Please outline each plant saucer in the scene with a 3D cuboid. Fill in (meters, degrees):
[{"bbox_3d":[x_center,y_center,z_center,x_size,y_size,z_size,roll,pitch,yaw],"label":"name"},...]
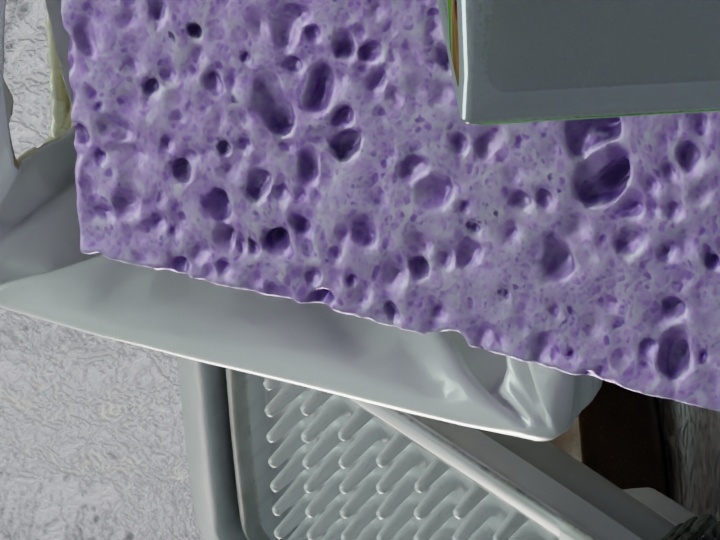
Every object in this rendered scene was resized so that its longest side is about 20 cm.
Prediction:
[{"bbox_3d":[0.088,0.111,1.055,0.200,0.034,0.202,178,90,-89],"label":"plant saucer"}]

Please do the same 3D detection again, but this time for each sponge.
[{"bbox_3d":[0.012,-0.040,0.735,0.030,0.199,0.112,-36,-48,-51],"label":"sponge"}]

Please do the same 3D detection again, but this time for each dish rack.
[{"bbox_3d":[0.033,0.085,0.911,0.044,0.199,0.172,-47,-24,-27],"label":"dish rack"}]

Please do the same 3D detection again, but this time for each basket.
[{"bbox_3d":[-0.005,-0.054,0.841,0.123,0.199,0.136,-41,-43,-52],"label":"basket"}]

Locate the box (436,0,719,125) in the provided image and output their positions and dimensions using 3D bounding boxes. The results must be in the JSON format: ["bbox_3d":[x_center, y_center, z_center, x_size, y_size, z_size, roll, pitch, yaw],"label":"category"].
[{"bbox_3d":[0.055,-0.128,0.479,0.200,0.096,0.178,-90,-4,-77],"label":"box"}]

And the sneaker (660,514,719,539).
[{"bbox_3d":[0.080,0.138,0.789,0.078,0.090,0.200,-42,-14,-31],"label":"sneaker"}]
